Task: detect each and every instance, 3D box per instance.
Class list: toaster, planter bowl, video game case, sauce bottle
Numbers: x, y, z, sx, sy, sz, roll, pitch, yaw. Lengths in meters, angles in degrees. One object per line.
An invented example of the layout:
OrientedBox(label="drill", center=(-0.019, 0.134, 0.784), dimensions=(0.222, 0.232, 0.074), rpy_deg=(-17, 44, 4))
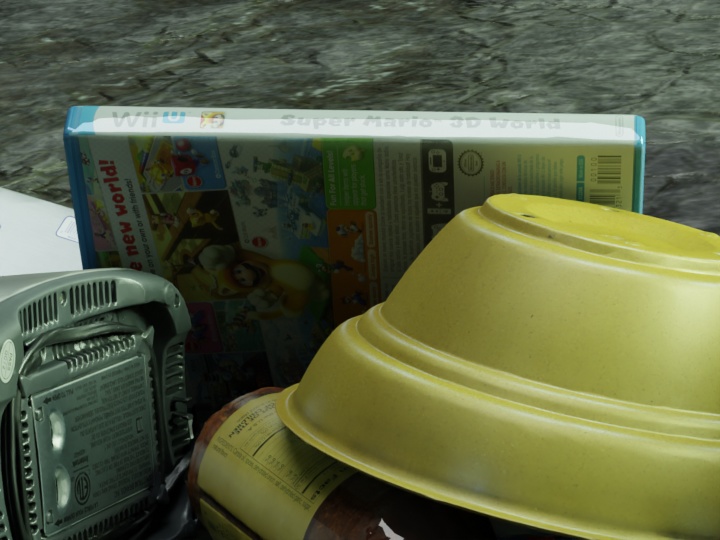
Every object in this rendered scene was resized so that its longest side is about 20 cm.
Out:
OrientedBox(label="toaster", center=(-0.140, 0.058, 0.972), dimensions=(0.128, 0.115, 0.200), rpy_deg=(0, 10, 23))
OrientedBox(label="planter bowl", center=(0.076, 0.025, 0.928), dimensions=(0.199, 0.084, 0.200), rpy_deg=(10, 9, -2))
OrientedBox(label="video game case", center=(0.000, 0.000, 1.014), dimensions=(0.198, 0.144, 0.018), rpy_deg=(1, 46, 4))
OrientedBox(label="sauce bottle", center=(0.007, 0.091, 0.909), dimensions=(0.066, 0.067, 0.200), rpy_deg=(-12, 20, -23))

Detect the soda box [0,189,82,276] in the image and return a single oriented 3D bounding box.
OrientedBox(label="soda box", center=(-0.190, -0.001, 1.114), dimensions=(0.199, 0.069, 0.064), rpy_deg=(16, 50, 14))

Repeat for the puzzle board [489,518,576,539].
OrientedBox(label="puzzle board", center=(0.120, 0.069, 1.035), dimensions=(0.198, 0.018, 0.151), rpy_deg=(-2, 16, 11))
